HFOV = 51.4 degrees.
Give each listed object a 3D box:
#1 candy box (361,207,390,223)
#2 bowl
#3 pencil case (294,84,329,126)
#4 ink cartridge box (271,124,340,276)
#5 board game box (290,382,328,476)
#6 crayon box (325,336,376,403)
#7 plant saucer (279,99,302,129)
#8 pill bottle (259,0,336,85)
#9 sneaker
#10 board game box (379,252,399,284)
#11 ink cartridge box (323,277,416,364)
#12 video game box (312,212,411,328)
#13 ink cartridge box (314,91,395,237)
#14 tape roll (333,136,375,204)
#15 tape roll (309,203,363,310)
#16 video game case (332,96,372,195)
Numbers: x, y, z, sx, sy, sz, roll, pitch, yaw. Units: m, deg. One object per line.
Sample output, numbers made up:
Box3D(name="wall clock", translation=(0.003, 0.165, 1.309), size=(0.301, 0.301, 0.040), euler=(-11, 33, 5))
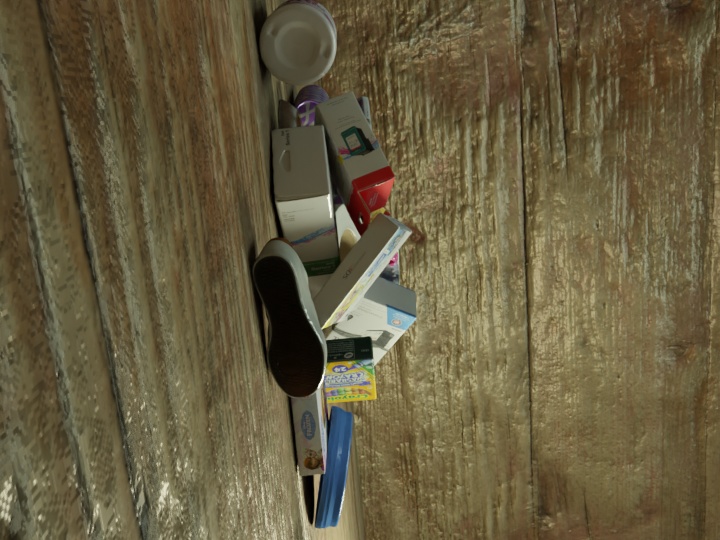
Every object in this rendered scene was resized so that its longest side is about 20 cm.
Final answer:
Box3D(name="candy box", translation=(-0.027, -0.116, 1.655), size=(0.117, 0.056, 0.200), euler=(-56, -145, 1))
Box3D(name="bowl", translation=(-0.044, 0.332, 1.263), size=(0.201, 0.039, 0.203), euler=(-171, -90, -87))
Box3D(name="pencil case", translation=(-0.102, -0.330, 1.561), size=(0.200, 0.083, 0.086), euler=(-92, -157, -67))
Box3D(name="ink cartridge box", translation=(-0.083, -0.106, 1.177), size=(0.201, 0.083, 0.146), euler=(84, -1, -55))
Box3D(name="board game box", translation=(-0.080, 0.182, 1.167), size=(0.200, 0.041, 0.202), euler=(-93, 178, -78))
Box3D(name="crayon box", translation=(-0.034, 0.199, 1.424), size=(0.201, 0.124, 0.052), euler=(84, 2, -56))
Box3D(name="plant saucer", translation=(-0.119, -0.208, 1.354), size=(0.200, 0.032, 0.202), euler=(-5, 90, -88))
Box3D(name="pill bottle", translation=(-0.093, -0.359, 1.155), size=(0.200, 0.112, 0.114), euler=(-95, 180, -67))
Box3D(name="sneaker", translation=(-0.079, 0.054, 0.895), size=(0.085, 0.072, 0.202), euler=(-88, 172, -64))
Box3D(name="board game box", translation=(-0.015, 0.006, 1.618), size=(0.201, 0.198, 0.026), euler=(84, 14, -57))
Box3D(name="ink cartridge box", translation=(0.010, 0.110, 1.625), size=(0.200, 0.144, 0.084), euler=(-52, -154, 38))
Box3D(name="video game box", translation=(0.000, 0.000, 1.223), size=(0.201, 0.047, 0.182), euler=(-53, 175, 6))
Box3D(name="ink cartridge box", translation=(-0.005, -0.163, 1.185), size=(0.116, 0.067, 0.201), euler=(109, -42, -72))
Box3D(name="tape roll", translation=(-0.042, -0.210, 1.578), size=(0.199, 0.065, 0.202), euler=(-6, -98, 49))
Box3D(name="tape roll", translation=(-0.050, -0.023, 1.405), size=(0.202, 0.070, 0.205), euler=(-4, 90, -69))
Box3D(name="video game case", translation=(-0.042, -0.260, 1.650), size=(0.199, 0.024, 0.184), euler=(-20, -108, 48))
